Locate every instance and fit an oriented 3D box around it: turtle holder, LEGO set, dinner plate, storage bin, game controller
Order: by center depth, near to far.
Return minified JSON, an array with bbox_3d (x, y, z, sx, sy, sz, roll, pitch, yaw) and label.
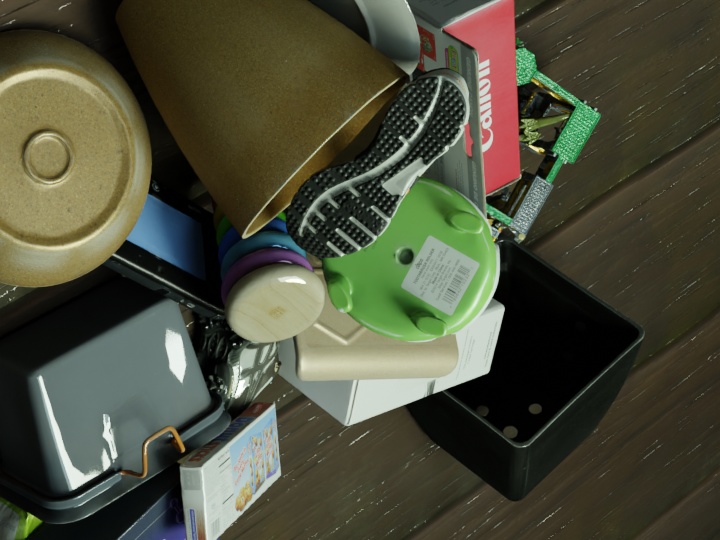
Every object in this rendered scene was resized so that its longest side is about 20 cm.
[{"bbox_3d":[-0.034,-0.227,1.539,0.024,0.200,0.200,-46,140,-23],"label":"dinner plate"},{"bbox_3d":[-0.176,-0.033,1.574,0.200,0.042,0.105,30,49,-41],"label":"game controller"},{"bbox_3d":[-0.220,0.103,1.598,0.200,0.145,0.135,-31,123,-33],"label":"storage bin"},{"bbox_3d":[0.028,-0.009,1.604,0.132,0.185,0.141,11,78,-78],"label":"turtle holder"},{"bbox_3d":[0.138,-0.131,1.897,0.153,0.116,0.201,22,92,-22],"label":"LEGO set"}]

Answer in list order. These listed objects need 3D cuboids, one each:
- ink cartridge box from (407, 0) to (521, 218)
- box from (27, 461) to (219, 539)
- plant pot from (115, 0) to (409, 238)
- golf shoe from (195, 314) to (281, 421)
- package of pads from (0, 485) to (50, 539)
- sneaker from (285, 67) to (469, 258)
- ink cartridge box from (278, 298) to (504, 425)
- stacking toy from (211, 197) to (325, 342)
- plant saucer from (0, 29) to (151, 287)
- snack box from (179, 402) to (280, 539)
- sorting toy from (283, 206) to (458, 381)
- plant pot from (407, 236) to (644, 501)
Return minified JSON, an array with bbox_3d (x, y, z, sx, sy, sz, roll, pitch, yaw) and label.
[{"bbox_3d":[0.080,-0.160,1.635,0.084,0.176,0.200,-29,136,-23],"label":"ink cartridge box"},{"bbox_3d":[-0.220,0.269,1.630,0.200,0.079,0.141,-43,134,-28],"label":"box"},{"bbox_3d":[-0.094,-0.162,1.505,0.186,0.200,0.186,-43,177,-3],"label":"plant pot"},{"bbox_3d":[-0.108,0.059,1.747,0.200,0.078,0.094,-60,154,9],"label":"golf shoe"},{"bbox_3d":[-0.287,0.285,1.676,0.154,0.068,0.201,3,109,-50],"label":"package of pads"},{"bbox_3d":[0.020,-0.086,1.514,0.200,0.074,0.080,-42,-173,23],"label":"sneaker"},{"bbox_3d":[0.016,0.058,1.815,0.200,0.146,0.085,-17,129,-41],"label":"ink cartridge box"},{"bbox_3d":[-0.095,-0.037,1.606,0.085,0.200,0.086,-12,139,-11],"label":"stacking toy"},{"bbox_3d":[-0.247,-0.087,1.450,0.200,0.035,0.201,-1,92,-30],"label":"plant saucer"},{"bbox_3d":[-0.113,0.178,1.673,0.200,0.024,0.072,-37,124,-70],"label":"snack box"},{"bbox_3d":[0.000,0.000,1.702,0.185,0.036,0.201,1,77,-38],"label":"sorting toy"},{"bbox_3d":[0.162,0.123,1.994,0.199,0.200,0.178,-40,148,-25],"label":"plant pot"}]
